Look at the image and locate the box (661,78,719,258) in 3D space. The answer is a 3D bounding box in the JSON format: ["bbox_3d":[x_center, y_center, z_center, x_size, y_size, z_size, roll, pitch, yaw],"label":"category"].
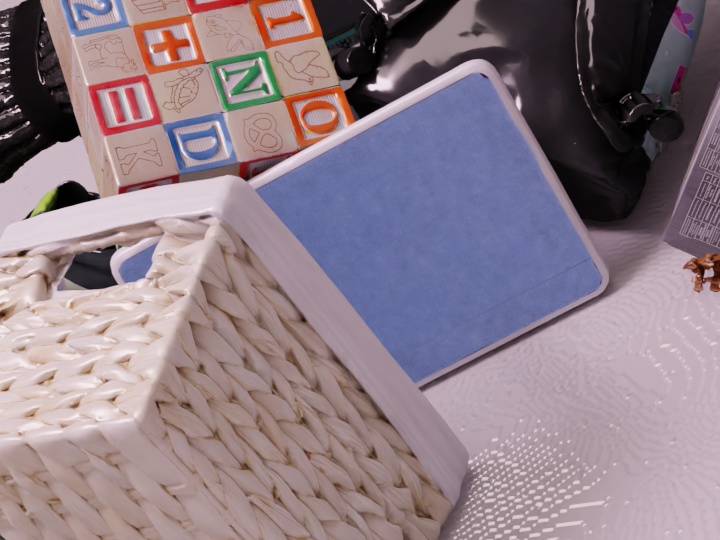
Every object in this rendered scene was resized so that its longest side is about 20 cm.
[{"bbox_3d":[0.195,-0.119,1.019,0.048,0.200,0.159,21,49,5],"label":"box"}]

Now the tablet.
[{"bbox_3d":[0.000,0.000,1.089,0.199,0.130,0.014,-28,22,11],"label":"tablet"}]

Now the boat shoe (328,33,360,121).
[{"bbox_3d":[0.014,-0.099,1.264,0.201,0.075,0.086,-31,32,3],"label":"boat shoe"}]

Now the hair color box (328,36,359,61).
[{"bbox_3d":[-0.053,-0.107,1.349,0.200,0.061,0.100,-39,32,-8],"label":"hair color box"}]

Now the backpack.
[{"bbox_3d":[0.094,-0.135,1.148,0.166,0.127,0.201,21,73,7],"label":"backpack"}]

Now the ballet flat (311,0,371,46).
[{"bbox_3d":[0.014,-0.176,1.268,0.199,0.073,0.073,-24,30,-10],"label":"ballet flat"}]

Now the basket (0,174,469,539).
[{"bbox_3d":[-0.066,0.077,0.989,0.135,0.200,0.124,-11,45,34],"label":"basket"}]

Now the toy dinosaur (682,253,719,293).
[{"bbox_3d":[0.219,0.012,0.933,0.136,0.102,0.200,-40,10,-38],"label":"toy dinosaur"}]

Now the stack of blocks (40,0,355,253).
[{"bbox_3d":[-0.086,-0.117,1.129,0.115,0.059,0.201,-13,62,-14],"label":"stack of blocks"}]

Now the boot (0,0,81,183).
[{"bbox_3d":[-0.147,-0.089,1.249,0.157,0.080,0.211,-21,31,10],"label":"boot"}]

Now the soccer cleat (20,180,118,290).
[{"bbox_3d":[-0.167,-0.008,1.300,0.199,0.081,0.068,-11,38,34],"label":"soccer cleat"}]
